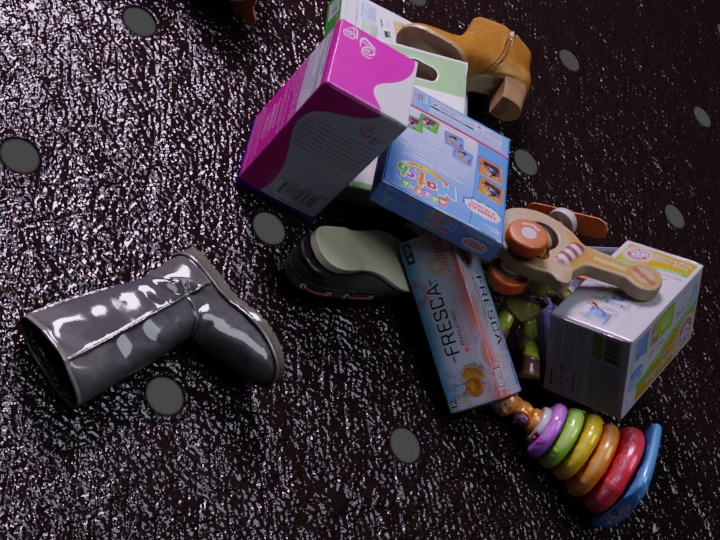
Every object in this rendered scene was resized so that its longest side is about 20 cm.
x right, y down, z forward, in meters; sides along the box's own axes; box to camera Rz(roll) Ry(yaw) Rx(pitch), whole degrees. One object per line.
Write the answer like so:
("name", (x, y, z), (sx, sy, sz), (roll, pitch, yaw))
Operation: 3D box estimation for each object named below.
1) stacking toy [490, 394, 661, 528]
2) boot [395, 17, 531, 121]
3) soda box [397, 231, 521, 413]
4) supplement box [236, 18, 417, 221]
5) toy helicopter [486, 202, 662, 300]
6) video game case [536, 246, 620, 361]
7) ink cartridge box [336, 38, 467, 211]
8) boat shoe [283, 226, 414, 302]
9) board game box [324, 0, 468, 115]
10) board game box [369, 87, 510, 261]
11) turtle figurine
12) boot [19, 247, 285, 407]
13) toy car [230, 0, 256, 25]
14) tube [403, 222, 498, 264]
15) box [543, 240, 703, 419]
("stacking toy", (0.232, 0.191, 1.343), (0.200, 0.116, 0.110), (33, 46, -1))
("boot", (0.135, -0.285, 1.520), (0.201, 0.071, 0.144), (30, 43, -19))
("soda box", (0.111, 0.053, 1.313), (0.064, 0.068, 0.200), (-6, 78, -62))
("supplement box", (-0.037, -0.158, 1.274), (0.101, 0.200, 0.103), (27, 51, -21))
("toy helicopter", (0.245, -0.019, 1.338), (0.200, 0.079, 0.132), (20, 43, 0))
("video game case", (0.294, 0.041, 1.488), (0.200, 0.019, 0.143), (1, 85, -35))
("ink cartridge box", (0.052, -0.168, 1.411), (0.145, 0.048, 0.200), (12, 68, -18))
("boat shoe", (-0.001, -0.002, 1.304), (0.201, 0.063, 0.074), (10, 53, -48))
("board game box", (0.047, -0.253, 1.501), (0.200, 0.040, 0.153), (23, 53, -24))
("board game box", (0.093, -0.115, 1.320), (0.151, 0.037, 0.200), (27, 38, -13))
("turtle figurine", (0.195, 0.043, 1.375), (0.200, 0.064, 0.161), (16, 78, -23))
("boot", (-0.191, 0.074, 1.113), (0.182, 0.073, 0.200), (44, 39, 13))
("toy car", (-0.154, -0.388, 1.389), (0.184, 0.177, 0.200), (-9, 99, -26))
("tube", (0.153, -0.031, 1.438), (0.200, 0.058, 0.052), (6, 71, -32))
("box", (0.309, 0.064, 1.381), (0.101, 0.113, 0.200), (21, 39, 30))
